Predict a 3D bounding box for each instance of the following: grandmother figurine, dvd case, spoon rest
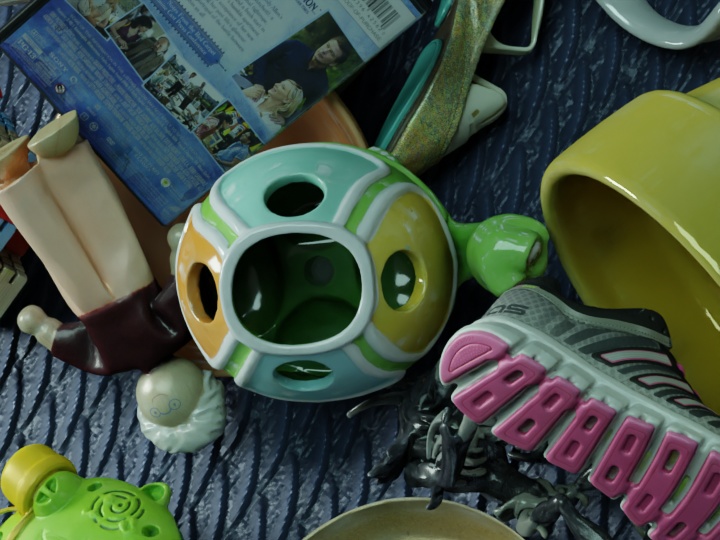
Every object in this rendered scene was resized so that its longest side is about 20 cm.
[{"bbox_3d":[-0.139,0.016,1.204,0.121,0.200,0.061,-21,17,33],"label":"grandmother figurine"},{"bbox_3d":[-0.081,-0.135,1.168,0.200,0.018,0.143,-38,103,20],"label":"dvd case"},{"bbox_3d":[0.138,-0.194,1.228,0.200,0.099,0.061,50,132,23],"label":"spoon rest"}]

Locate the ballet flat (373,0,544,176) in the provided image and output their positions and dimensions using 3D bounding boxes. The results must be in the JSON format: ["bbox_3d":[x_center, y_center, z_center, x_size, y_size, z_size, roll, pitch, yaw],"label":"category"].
[{"bbox_3d":[0.063,-0.124,1.244,0.071,0.071,0.201,17,80,27],"label":"ballet flat"}]

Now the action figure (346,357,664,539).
[{"bbox_3d":[0.087,0.090,1.119,0.200,0.119,0.102,32,126,25],"label":"action figure"}]

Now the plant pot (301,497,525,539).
[{"bbox_3d":[0.025,0.220,1.143,0.199,0.027,0.201,-8,68,20],"label":"plant pot"}]

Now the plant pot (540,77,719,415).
[{"bbox_3d":[0.222,-0.026,1.071,0.189,0.201,0.201,-36,59,-12],"label":"plant pot"}]

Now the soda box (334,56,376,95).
[{"bbox_3d":[-0.031,-0.148,1.287,0.200,0.064,0.068,-47,60,1],"label":"soda box"}]

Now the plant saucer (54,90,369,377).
[{"bbox_3d":[-0.083,-0.039,1.234,0.199,0.037,0.201,4,107,12],"label":"plant saucer"}]

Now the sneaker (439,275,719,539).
[{"bbox_3d":[0.138,0.066,1.039,0.200,0.074,0.088,30,43,2],"label":"sneaker"}]

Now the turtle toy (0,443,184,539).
[{"bbox_3d":[-0.162,0.201,1.186,0.146,0.101,0.200,34,85,31],"label":"turtle toy"}]

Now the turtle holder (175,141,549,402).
[{"bbox_3d":[-0.007,0.009,1.132,0.185,0.132,0.141,22,97,3],"label":"turtle holder"}]

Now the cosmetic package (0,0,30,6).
[{"bbox_3d":[-0.156,-0.215,1.276,0.085,0.200,0.108,-7,95,20],"label":"cosmetic package"}]

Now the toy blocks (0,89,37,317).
[{"bbox_3d":[-0.235,-0.036,1.288,0.137,0.100,0.200,-52,33,13],"label":"toy blocks"}]
